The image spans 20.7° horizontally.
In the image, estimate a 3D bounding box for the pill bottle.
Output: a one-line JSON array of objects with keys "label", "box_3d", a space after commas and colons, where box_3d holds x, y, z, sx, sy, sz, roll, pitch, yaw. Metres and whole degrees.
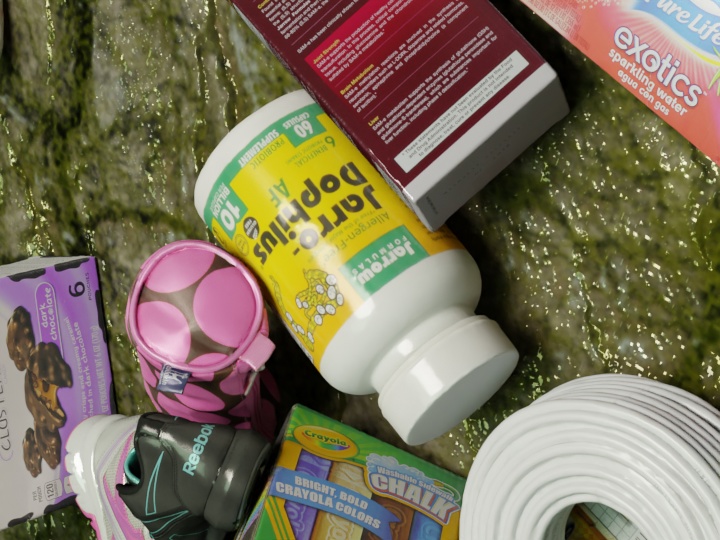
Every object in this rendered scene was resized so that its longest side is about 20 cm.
[{"label": "pill bottle", "box_3d": [0.000, 0.000, 1.156, 0.200, 0.112, 0.113, 52, 127, 19]}]

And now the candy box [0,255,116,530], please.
[{"label": "candy box", "box_3d": [-0.263, 0.090, 1.339, 0.071, 0.199, 0.169, 0, 100, 40]}]

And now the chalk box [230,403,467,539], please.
[{"label": "chalk box", "box_3d": [-0.015, 0.176, 1.180, 0.123, 0.200, 0.125, 24, 122, -3]}]

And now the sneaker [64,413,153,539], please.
[{"label": "sneaker", "box_3d": [-0.132, 0.186, 1.329, 0.088, 0.081, 0.201, -24, 85, 42]}]

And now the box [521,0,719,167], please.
[{"label": "box", "box_3d": [0.185, -0.127, 0.981, 0.200, 0.099, 0.096, 44, 124, 25]}]

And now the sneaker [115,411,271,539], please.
[{"label": "sneaker", "box_3d": [-0.106, 0.132, 1.206, 0.079, 0.076, 0.200, 22, 152, -1]}]

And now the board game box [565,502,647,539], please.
[{"label": "board game box", "box_3d": [0.142, 0.169, 1.135, 0.105, 0.023, 0.201, 44, 124, 21]}]

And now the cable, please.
[{"label": "cable", "box_3d": [0.140, 0.159, 1.074, 0.199, 0.069, 0.201, 28, 116, 32]}]

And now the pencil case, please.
[{"label": "pencil case", "box_3d": [-0.090, 0.059, 1.208, 0.093, 0.200, 0.091, 25, 73, 9]}]

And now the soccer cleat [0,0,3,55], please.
[{"label": "soccer cleat", "box_3d": [-0.281, -0.239, 1.369, 0.085, 0.068, 0.202, -16, 85, 45]}]

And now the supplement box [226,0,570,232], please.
[{"label": "supplement box", "box_3d": [0.013, -0.133, 1.118, 0.109, 0.061, 0.200, -40, 70, 0]}]
